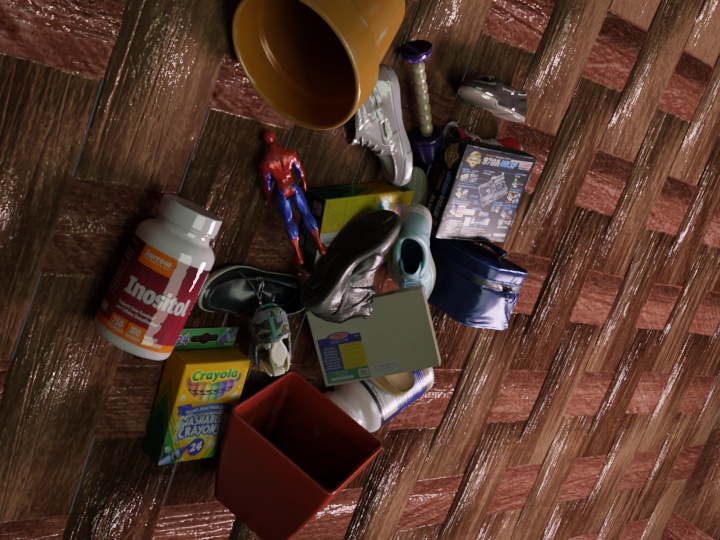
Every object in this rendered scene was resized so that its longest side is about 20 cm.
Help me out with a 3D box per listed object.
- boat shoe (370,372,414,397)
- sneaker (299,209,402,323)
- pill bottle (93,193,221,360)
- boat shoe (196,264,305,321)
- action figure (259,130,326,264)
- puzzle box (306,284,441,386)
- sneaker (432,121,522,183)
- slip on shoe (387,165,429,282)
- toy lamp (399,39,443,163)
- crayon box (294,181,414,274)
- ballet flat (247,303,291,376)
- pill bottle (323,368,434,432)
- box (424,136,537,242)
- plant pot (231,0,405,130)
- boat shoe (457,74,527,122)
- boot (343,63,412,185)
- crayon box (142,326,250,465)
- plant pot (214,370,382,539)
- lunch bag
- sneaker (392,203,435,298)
[{"bbox_3d":[0.031,0.127,1.658,0.074,0.066,0.201,-43,103,-29],"label":"boat shoe"},{"bbox_3d":[0.000,0.000,1.541,0.200,0.076,0.114,-52,144,-6],"label":"sneaker"},{"bbox_3d":[-0.264,0.006,1.314,0.112,0.112,0.202,20,98,-50],"label":"pill bottle"},{"bbox_3d":[-0.157,0.037,1.485,0.198,0.062,0.075,3,113,-46],"label":"boat shoe"},{"bbox_3d":[-0.105,-0.110,1.444,0.065,0.052,0.202,-20,118,-7],"label":"action figure"},{"bbox_3d":[0.021,0.106,1.607,0.025,0.197,0.135,-59,136,-72],"label":"puzzle box"},{"bbox_3d":[0.205,-0.213,1.704,0.199,0.071,0.114,-30,135,-28],"label":"sneaker"},{"bbox_3d":[0.079,-0.080,1.668,0.061,0.073,0.203,-56,151,-65],"label":"slip on shoe"},{"bbox_3d":[0.098,-0.262,1.575,0.058,0.058,0.202,-34,132,-27],"label":"toy lamp"},{"bbox_3d":[-0.008,-0.071,1.584,0.198,0.051,0.129,-9,120,-43],"label":"crayon box"},{"bbox_3d":[-0.135,0.123,1.506,0.074,0.074,0.201,-43,160,-19],"label":"ballet flat"},{"bbox_3d":[0.024,0.211,1.741,0.199,0.115,0.117,-33,134,-27],"label":"pill bottle"},{"bbox_3d":[0.198,-0.131,1.660,0.198,0.046,0.161,1,113,-46],"label":"box"},{"bbox_3d":[-0.037,-0.320,1.305,0.184,0.198,0.202,-49,142,-34],"label":"plant pot"},{"bbox_3d":[0.225,-0.303,1.682,0.199,0.066,0.058,13,88,-54],"label":"boat shoe"},{"bbox_3d":[0.017,-0.208,1.520,0.095,0.073,0.202,-28,123,-24],"label":"boot"},{"bbox_3d":[-0.243,0.188,1.496,0.125,0.051,0.202,0,112,-47],"label":"crayon box"},{"bbox_3d":[-0.117,0.314,1.577,0.177,0.199,0.199,-60,165,25],"label":"plant pot"},{"bbox_3d":[0.192,0.011,1.728,0.135,0.199,0.134,9,105,-43],"label":"lunch bag"},{"bbox_3d":[0.079,-0.007,1.593,0.082,0.073,0.202,-69,159,-44],"label":"sneaker"}]
